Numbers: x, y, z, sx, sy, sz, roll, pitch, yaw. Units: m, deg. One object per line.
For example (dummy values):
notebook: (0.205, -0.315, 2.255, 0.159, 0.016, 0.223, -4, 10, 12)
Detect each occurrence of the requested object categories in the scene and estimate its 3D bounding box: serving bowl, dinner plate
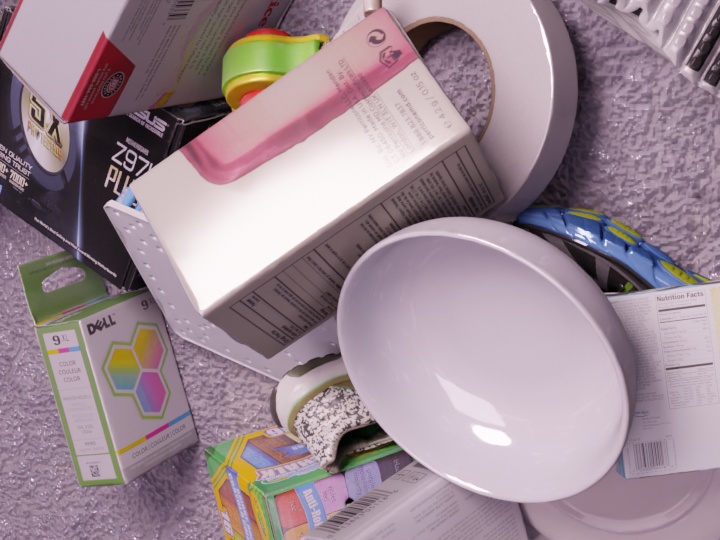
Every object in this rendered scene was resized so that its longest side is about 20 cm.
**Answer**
serving bowl: (0.086, 0.048, 0.804, 0.199, 0.066, 0.201, 19, 130, 25)
dinner plate: (0.175, 0.114, 0.868, 0.199, 0.024, 0.201, 6, 107, 19)

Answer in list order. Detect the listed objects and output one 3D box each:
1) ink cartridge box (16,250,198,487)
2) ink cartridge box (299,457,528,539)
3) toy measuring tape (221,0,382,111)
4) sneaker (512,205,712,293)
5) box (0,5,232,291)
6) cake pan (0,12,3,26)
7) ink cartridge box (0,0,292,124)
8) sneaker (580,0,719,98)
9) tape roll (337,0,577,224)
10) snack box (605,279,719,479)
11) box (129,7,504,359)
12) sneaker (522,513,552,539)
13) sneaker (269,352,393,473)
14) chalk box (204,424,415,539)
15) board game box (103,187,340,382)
ink cartridge box: (-0.218, 0.077, 1.114, 0.059, 0.104, 0.201, -10, 98, 31)
ink cartridge box: (0.056, 0.234, 0.878, 0.050, 0.162, 0.201, 3, 114, 48)
toy measuring tape: (-0.055, -0.158, 0.935, 0.074, 0.073, 0.200, 60, 149, 2)
sneaker: (0.184, 0.021, 0.884, 0.199, 0.071, 0.083, 35, 112, 14)
box: (-0.220, -0.107, 1.073, 0.200, 0.086, 0.164, 34, 118, 18)
cake pan: (-0.344, -0.138, 1.084, 0.037, 0.200, 0.201, 21, 117, -4)
ink cartridge box: (-0.145, -0.197, 0.936, 0.083, 0.200, 0.146, 43, 120, 15)
sneaker: (0.195, -0.176, 0.825, 0.200, 0.081, 0.075, 35, 97, -4)
tape roll: (0.060, -0.123, 0.907, 0.202, 0.037, 0.204, 3, 94, 38)
snack box: (0.256, 0.061, 0.810, 0.199, 0.037, 0.117, -7, 90, 2)
box: (-0.024, -0.051, 0.825, 0.200, 0.128, 0.109, -34, 68, 4)
sneaker: (0.146, 0.153, 0.953, 0.200, 0.075, 0.100, -37, 78, 24)
sneaker: (0.039, 0.095, 0.935, 0.077, 0.199, 0.089, 78, 166, -49)
chalk box: (-0.023, 0.195, 0.969, 0.200, 0.123, 0.125, -169, 65, -68)
board game box: (-0.087, 0.027, 1.000, 0.199, 0.026, 0.200, 21, 153, 23)
